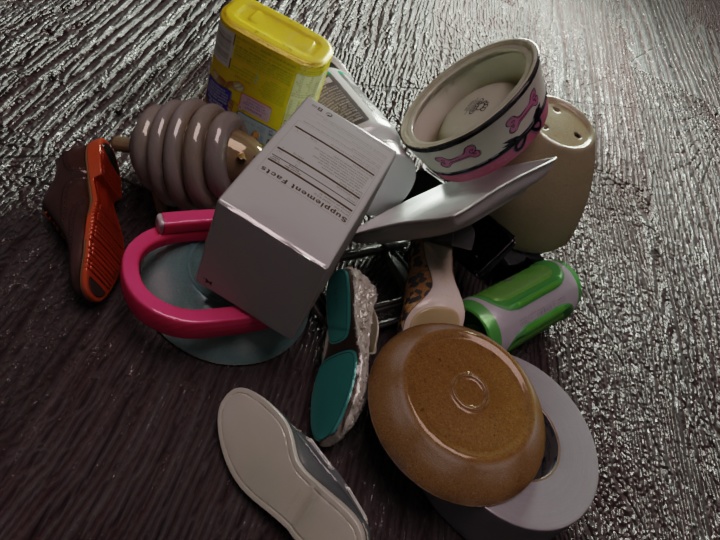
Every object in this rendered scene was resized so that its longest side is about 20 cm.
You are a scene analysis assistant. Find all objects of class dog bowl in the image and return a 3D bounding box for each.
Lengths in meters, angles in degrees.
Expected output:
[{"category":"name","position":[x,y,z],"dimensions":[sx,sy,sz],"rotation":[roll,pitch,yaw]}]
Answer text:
[{"category":"dog bowl","position":[0.149,-0.197,0.858],"dimensions":[0.074,0.197,0.203],"rotation":[49,36,-30]}]

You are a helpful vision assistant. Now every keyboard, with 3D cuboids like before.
[{"category":"keyboard","position":[0.114,-0.054,0.922],"dimensions":[0.104,0.040,0.200],"rotation":[-40,51,-5]}]

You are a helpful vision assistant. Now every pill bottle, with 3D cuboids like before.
[{"category":"pill bottle","position":[-0.014,-0.175,0.919],"dimensions":[0.111,0.115,0.201],"rotation":[-9,47,-31]}]

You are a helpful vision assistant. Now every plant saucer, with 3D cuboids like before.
[{"category":"plant saucer","position":[-0.145,0.009,0.763],"dimensions":[0.196,0.039,0.204],"rotation":[14,47,-15]},{"category":"plant saucer","position":[0.105,0.130,0.683],"dimensions":[0.195,0.036,0.204],"rotation":[11,50,-12]}]

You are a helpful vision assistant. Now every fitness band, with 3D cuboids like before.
[{"category":"fitness band","position":[-0.151,0.000,0.715],"dimensions":[0.196,0.038,0.146],"rotation":[-6,54,-29]}]

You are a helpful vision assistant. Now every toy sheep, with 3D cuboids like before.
[{"category":"toy sheep","position":[-0.196,-0.130,0.779],"dimensions":[0.194,0.140,0.140],"rotation":[5,45,8]}]

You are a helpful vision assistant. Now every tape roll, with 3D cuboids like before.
[{"category":"tape roll","position":[0.153,0.190,0.730],"dimensions":[0.195,0.067,0.204],"rotation":[13,46,-14]}]

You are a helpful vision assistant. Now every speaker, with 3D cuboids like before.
[{"category":"speaker","position":[0.198,0.050,0.860],"dimensions":[0.197,0.089,0.089],"rotation":[-22,62,-38]}]

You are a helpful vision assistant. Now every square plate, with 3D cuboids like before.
[{"category":"square plate","position":[0.106,-0.077,0.807],"dimensions":[0.196,0.198,0.029],"rotation":[-29,104,-35]}]

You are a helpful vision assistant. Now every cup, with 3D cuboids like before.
[{"category":"cup","position":[0.240,-0.149,0.928],"dimensions":[0.195,0.144,0.204],"rotation":[10,52,-13]}]

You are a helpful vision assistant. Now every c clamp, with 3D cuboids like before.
[{"category":"c clamp","position":[0.000,0.000,0.851],"dimensions":[0.197,0.027,0.173],"rotation":[-18,68,-42]}]

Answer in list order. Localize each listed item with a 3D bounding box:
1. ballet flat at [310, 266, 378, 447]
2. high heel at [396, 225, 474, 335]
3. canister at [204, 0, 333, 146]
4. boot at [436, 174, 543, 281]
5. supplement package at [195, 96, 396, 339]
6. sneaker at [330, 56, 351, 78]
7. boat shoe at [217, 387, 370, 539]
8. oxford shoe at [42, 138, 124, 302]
[{"category":"ballet flat","position":[-0.006,0.091,0.728],"dimensions":[0.070,0.072,0.205],"rotation":[13,61,-14]},{"category":"high heel","position":[0.074,0.038,0.826],"dimensions":[0.070,0.142,0.205],"rotation":[21,86,-15]},{"category":"canister","position":[-0.125,-0.213,0.852],"dimensions":[0.146,0.202,0.087],"rotation":[27,45,0]},{"category":"boot","position":[0.210,-0.085,0.997],"dimensions":[0.161,0.066,0.202],"rotation":[-16,56,-26]},{"category":"supplement package","position":[-0.062,-0.058,0.700],"dimensions":[0.118,0.122,0.202],"rotation":[30,47,-1]},{"category":"sneaker","position":[-0.098,-0.311,1.057],"dimensions":[0.198,0.074,0.080],"rotation":[34,59,12]},{"category":"boat shoe","position":[-0.063,0.194,0.641],"dimensions":[0.200,0.073,0.062],"rotation":[43,3,24]},{"category":"oxford shoe","position":[-0.302,-0.050,0.734],"dimensions":[0.071,0.072,0.204],"rotation":[-13,56,1]}]
